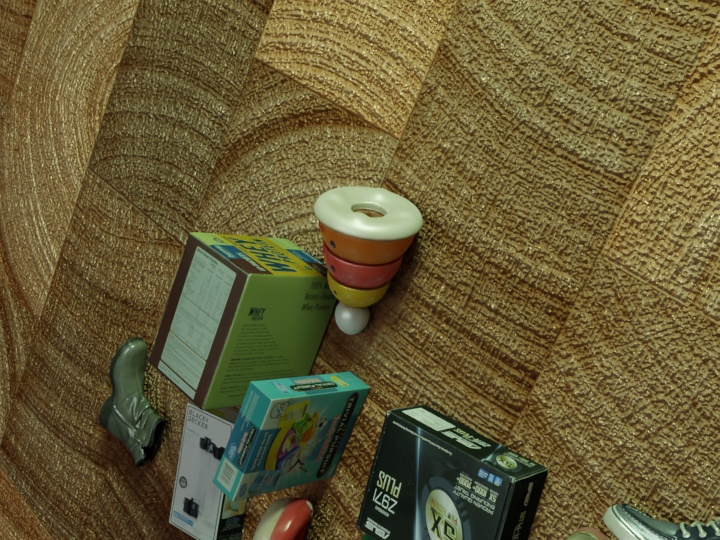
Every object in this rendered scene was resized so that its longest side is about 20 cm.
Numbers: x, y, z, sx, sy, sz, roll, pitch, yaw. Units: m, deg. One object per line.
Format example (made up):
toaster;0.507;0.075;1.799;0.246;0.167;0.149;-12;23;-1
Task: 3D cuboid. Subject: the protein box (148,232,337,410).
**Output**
protein box;-0.160;0.068;1.260;0.134;0.197;0.202;32;108;35

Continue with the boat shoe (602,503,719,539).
boat shoe;0.358;0.282;0.922;0.199;0.074;0.094;32;102;27

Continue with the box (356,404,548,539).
box;0.109;0.284;1.106;0.199;0.086;0.166;23;104;37

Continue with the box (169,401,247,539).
box;-0.230;0.316;1.398;0.116;0.060;0.203;17;99;38

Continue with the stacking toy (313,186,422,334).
stacking toy;0.000;0.000;1.198;0.145;0.145;0.202;28;122;36

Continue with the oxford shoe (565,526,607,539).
oxford shoe;0.257;0.395;0.989;0.070;0.074;0.203;-24;74;35

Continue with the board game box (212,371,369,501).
board game box;-0.088;0.218;1.196;0.047;0.199;0.153;33;109;34

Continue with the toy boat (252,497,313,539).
toy boat;-0.082;0.424;1.253;0.129;0.130;0.203;0;89;9

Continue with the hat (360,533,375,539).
hat;0.077;0.457;1.167;0.166;0.174;0.202;123;160;-57

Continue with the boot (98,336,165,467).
boot;-0.374;0.225;1.524;0.130;0.067;0.202;34;116;30
